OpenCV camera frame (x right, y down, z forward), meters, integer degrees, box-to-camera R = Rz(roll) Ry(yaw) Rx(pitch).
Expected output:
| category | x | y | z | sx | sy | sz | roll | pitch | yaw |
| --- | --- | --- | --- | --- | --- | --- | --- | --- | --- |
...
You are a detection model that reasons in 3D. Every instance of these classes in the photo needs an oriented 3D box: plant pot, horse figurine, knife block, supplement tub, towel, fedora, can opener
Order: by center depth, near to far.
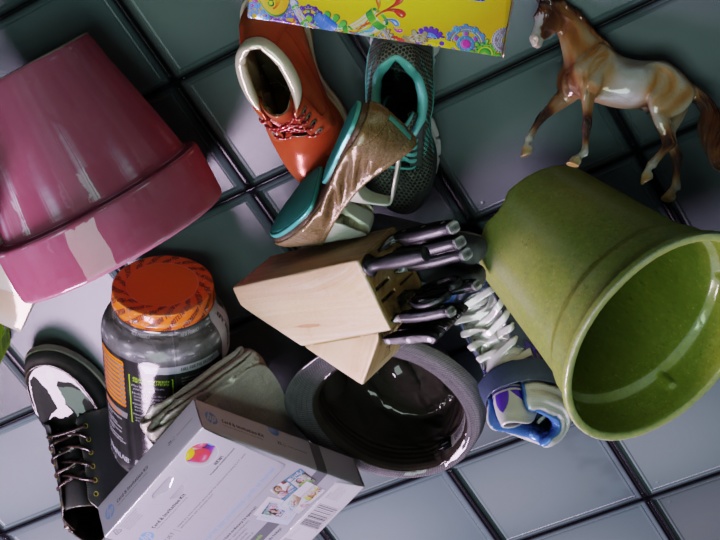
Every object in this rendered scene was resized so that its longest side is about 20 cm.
| category | x | y | z | sx | sy | sz | roll | pitch | yaw |
| --- | --- | --- | --- | --- | --- | --- | --- | --- | --- |
| horse figurine | 0.222 | -0.138 | 1.352 | 0.199 | 0.133 | 0.050 | 16 | 169 | -3 |
| plant pot | 0.202 | 0.010 | 1.378 | 0.199 | 0.184 | 0.201 | -19 | 130 | -24 |
| knife block | 0.000 | 0.000 | 1.384 | 0.199 | 0.064 | 0.176 | 32 | 132 | 17 |
| plant pot | -0.248 | -0.097 | 1.396 | 0.199 | 0.200 | 0.180 | -24 | 103 | 22 |
| can opener | 0.025 | -0.029 | 1.433 | 0.199 | 0.066 | 0.053 | 15 | 119 | 31 |
| towel | -0.121 | 0.165 | 1.539 | 0.132 | 0.034 | 0.200 | -34 | 136 | -11 |
| supplement tub | -0.185 | 0.094 | 1.550 | 0.122 | 0.123 | 0.201 | 6 | 126 | 4 |
| fedora | 0.028 | 0.108 | 1.550 | 0.200 | 0.091 | 0.177 | 33 | 125 | -23 |

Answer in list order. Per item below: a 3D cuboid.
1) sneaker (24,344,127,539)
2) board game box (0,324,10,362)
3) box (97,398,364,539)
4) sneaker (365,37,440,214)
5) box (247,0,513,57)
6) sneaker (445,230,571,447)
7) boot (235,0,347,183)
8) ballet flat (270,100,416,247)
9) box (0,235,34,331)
| category | x | y | z | sx | sy | sz | roll | pitch | yaw |
| --- | --- | --- | --- | --- | --- | --- | --- | --- | --- |
| sneaker | -0.286 | 0.175 | 1.630 | 0.074 | 0.106 | 0.201 | -15 | 122 | 18 |
| board game box | -0.384 | 0.087 | 1.525 | 0.047 | 0.200 | 0.102 | 5 | 126 | 4 |
| box | -0.120 | 0.212 | 1.511 | 0.199 | 0.041 | 0.156 | 24 | 118 | -38 |
| sneaker | 0.029 | -0.126 | 1.385 | 0.077 | 0.091 | 0.201 | 2 | 125 | 8 |
| box | 0.027 | -0.271 | 1.217 | 0.191 | 0.200 | 0.123 | 8 | 126 | 1 |
| sneaker | 0.130 | 0.071 | 1.475 | 0.080 | 0.147 | 0.200 | -29 | 117 | 25 |
| boot | -0.061 | -0.135 | 1.384 | 0.075 | 0.107 | 0.201 | -13 | 124 | 13 |
| ballet flat | -0.010 | -0.068 | 1.368 | 0.072 | 0.068 | 0.200 | 25 | 139 | -12 |
| box | -0.383 | -0.035 | 1.507 | 0.199 | 0.095 | 0.078 | 26 | 125 | -8 |
